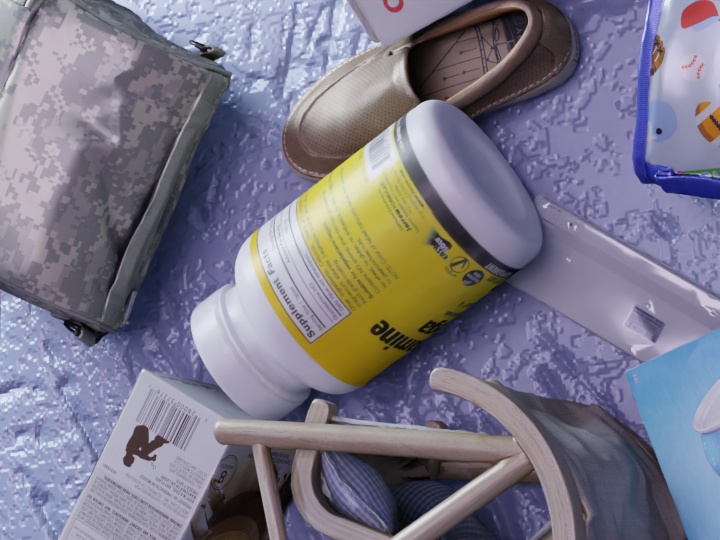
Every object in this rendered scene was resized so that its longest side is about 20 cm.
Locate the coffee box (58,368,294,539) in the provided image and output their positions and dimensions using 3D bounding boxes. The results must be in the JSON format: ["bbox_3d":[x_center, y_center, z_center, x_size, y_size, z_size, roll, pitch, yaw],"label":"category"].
[{"bbox_3d":[-0.120,0.170,1.528,0.079,0.113,0.201,28,95,26],"label":"coffee box"}]

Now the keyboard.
[{"bbox_3d":[0.169,0.025,1.472,0.199,0.011,0.057,32,101,26],"label":"keyboard"}]

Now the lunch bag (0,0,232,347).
[{"bbox_3d":[-0.185,-0.075,1.582,0.167,0.139,0.201,27,95,27],"label":"lunch bag"}]

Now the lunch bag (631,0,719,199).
[{"bbox_3d":[0.249,-0.130,1.396,0.169,0.124,0.202,8,76,27],"label":"lunch bag"}]

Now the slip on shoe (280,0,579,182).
[{"bbox_3d":[0.034,-0.111,1.528,0.199,0.061,0.077,-18,75,22],"label":"slip on shoe"}]

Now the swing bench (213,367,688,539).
[{"bbox_3d":[0.058,0.129,1.402,0.199,0.199,0.131,-18,74,21],"label":"swing bench"}]

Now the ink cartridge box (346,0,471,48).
[{"bbox_3d":[0.064,-0.246,1.491,0.199,0.083,0.146,-27,104,19],"label":"ink cartridge box"}]

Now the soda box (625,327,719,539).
[{"bbox_3d":[0.218,0.135,1.395,0.068,0.064,0.201,-26,75,22],"label":"soda box"}]

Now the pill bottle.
[{"bbox_3d":[0.000,0.000,1.496,0.200,0.112,0.113,-37,68,19],"label":"pill bottle"}]
